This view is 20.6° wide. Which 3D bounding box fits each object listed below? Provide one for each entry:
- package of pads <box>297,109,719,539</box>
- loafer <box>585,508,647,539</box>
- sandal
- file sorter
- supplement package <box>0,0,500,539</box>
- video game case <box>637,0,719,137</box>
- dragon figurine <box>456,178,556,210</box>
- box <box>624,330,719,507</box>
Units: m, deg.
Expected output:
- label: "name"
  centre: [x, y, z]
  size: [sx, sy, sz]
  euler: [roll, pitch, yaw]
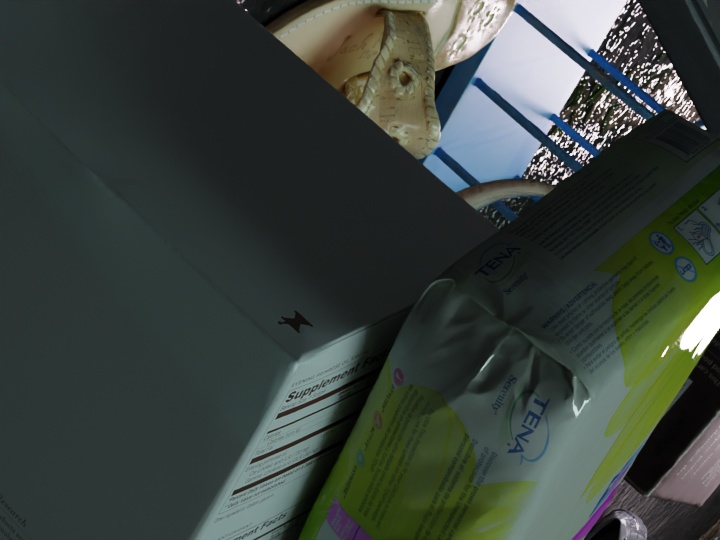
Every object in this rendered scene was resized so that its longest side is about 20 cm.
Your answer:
- label: "package of pads"
  centre: [0.052, 0.055, 0.680]
  size: [0.154, 0.068, 0.201]
  euler: [-35, 157, -45]
- label: "loafer"
  centre: [0.232, 0.341, 2.131]
  size: [0.201, 0.068, 0.070]
  euler: [-56, 151, 7]
- label: "sandal"
  centre: [0.019, -0.085, 0.901]
  size: [0.211, 0.070, 0.078]
  euler: [-29, 152, -42]
- label: "file sorter"
  centre: [0.127, -0.081, 1.057]
  size: [0.138, 0.123, 0.201]
  euler: [-20, 146, -53]
- label: "supplement package"
  centre: [-0.086, 0.025, 0.712]
  size: [0.147, 0.191, 0.201]
  euler: [-22, 148, -53]
- label: "video game case"
  centre: [0.193, -0.138, 0.956]
  size: [0.025, 0.201, 0.181]
  euler: [-12, -147, 38]
- label: "dragon figurine"
  centre: [0.000, 0.000, 0.901]
  size: [0.198, 0.059, 0.100]
  euler: [-17, 153, -17]
- label: "box"
  centre: [0.217, 0.052, 1.418]
  size: [0.165, 0.166, 0.200]
  euler: [-51, 160, 7]
